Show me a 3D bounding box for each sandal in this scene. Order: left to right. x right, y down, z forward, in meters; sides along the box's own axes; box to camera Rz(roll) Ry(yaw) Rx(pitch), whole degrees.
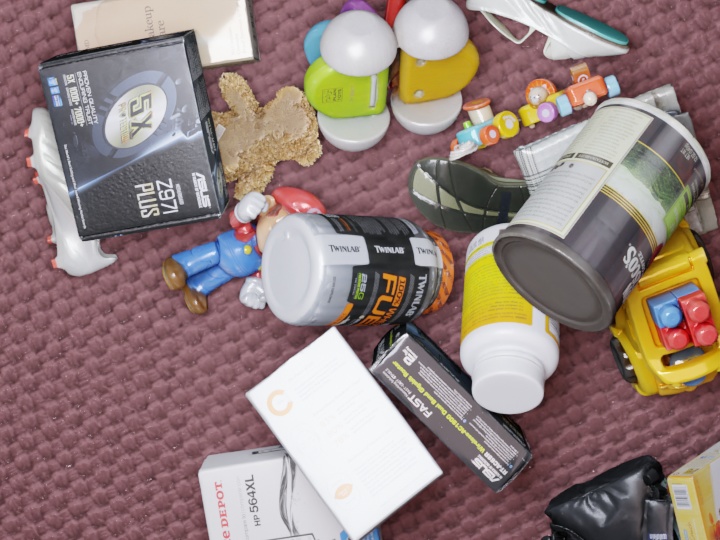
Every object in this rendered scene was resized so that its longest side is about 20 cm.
[{"bbox_3d":[0.146,-0.082,1.577,0.199,0.057,0.080,12,107,-16],"label":"sandal"}]

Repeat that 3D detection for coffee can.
[{"bbox_3d":[0.252,-0.059,1.422,0.146,0.146,0.200,40,70,-2],"label":"coffee can"}]

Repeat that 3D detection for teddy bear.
[{"bbox_3d":[-0.141,-0.150,1.581,0.199,0.067,0.146,-34,84,11],"label":"teddy bear"}]

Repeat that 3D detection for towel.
[{"bbox_3d":[0.297,-0.092,1.550,0.199,0.035,0.194,-24,111,2],"label":"towel"}]

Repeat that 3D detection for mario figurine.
[{"bbox_3d":[-0.125,-0.019,1.560,0.199,0.123,0.107,-31,81,9],"label":"mario figurine"}]

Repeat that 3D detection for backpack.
[{"bbox_3d":[0.323,0.326,1.566,0.166,0.126,0.201,-29,89,28],"label":"backpack"}]

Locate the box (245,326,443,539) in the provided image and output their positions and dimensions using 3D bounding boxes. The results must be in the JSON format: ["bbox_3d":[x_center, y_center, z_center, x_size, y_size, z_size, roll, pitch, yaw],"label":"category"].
[{"bbox_3d":[-0.016,0.182,1.508,0.124,0.098,0.201,-37,81,-3],"label":"box"}]

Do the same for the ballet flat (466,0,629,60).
[{"bbox_3d":[0.208,-0.281,1.556,0.199,0.069,0.070,29,96,3],"label":"ballet flat"}]

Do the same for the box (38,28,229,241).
[{"bbox_3d":[-0.245,-0.148,1.500,0.162,0.086,0.202,-9,105,4],"label":"box"}]

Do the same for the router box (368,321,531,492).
[{"bbox_3d":[0.101,0.147,1.549,0.200,0.150,0.062,44,96,-3],"label":"router box"}]

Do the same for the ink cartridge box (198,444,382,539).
[{"bbox_3d":[-0.080,0.282,1.600,0.198,0.084,0.147,-9,95,2],"label":"ink cartridge box"}]

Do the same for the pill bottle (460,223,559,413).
[{"bbox_3d":[0.166,0.054,1.510,0.108,0.110,0.201,5,51,4],"label":"pill bottle"}]

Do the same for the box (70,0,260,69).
[{"bbox_3d":[-0.220,-0.271,1.557,0.198,0.078,0.096,-9,96,3],"label":"box"}]

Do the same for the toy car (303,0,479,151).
[{"bbox_3d":[0.025,-0.242,1.520,0.198,0.176,0.151,-14,56,-12],"label":"toy car"}]

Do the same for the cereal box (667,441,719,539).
[{"bbox_3d":[0.427,0.266,1.540,0.039,0.199,0.145,-10,98,47],"label":"cereal box"}]

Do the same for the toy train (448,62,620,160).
[{"bbox_3d":[0.184,-0.184,1.518,0.198,0.150,0.056,-21,93,8],"label":"toy train"}]

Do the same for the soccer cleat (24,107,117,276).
[{"bbox_3d":[-0.337,-0.094,1.588,0.077,0.069,0.202,-12,102,-2],"label":"soccer cleat"}]

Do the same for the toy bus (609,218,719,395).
[{"bbox_3d":[0.349,0.061,1.504,0.135,0.192,0.201,-21,108,1],"label":"toy bus"}]

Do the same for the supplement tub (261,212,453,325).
[{"bbox_3d":[0.000,0.000,1.515,0.199,0.122,0.124,1,97,-37],"label":"supplement tub"}]
